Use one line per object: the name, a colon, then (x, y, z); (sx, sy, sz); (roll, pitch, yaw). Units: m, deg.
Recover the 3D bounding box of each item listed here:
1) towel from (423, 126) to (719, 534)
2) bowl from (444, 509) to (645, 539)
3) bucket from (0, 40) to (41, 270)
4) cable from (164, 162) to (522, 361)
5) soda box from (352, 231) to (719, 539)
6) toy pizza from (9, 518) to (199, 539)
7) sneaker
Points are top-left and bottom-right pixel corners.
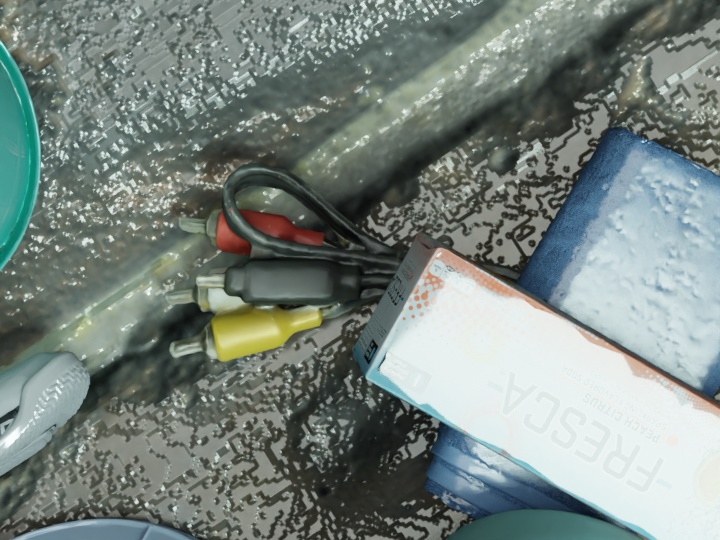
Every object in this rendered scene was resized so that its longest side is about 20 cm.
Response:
towel: (0.118, 0.040, 0.822); (0.111, 0.049, 0.201); (28, 93, -9)
bowl: (0.088, 0.186, 0.774); (0.198, 0.105, 0.202); (12, 131, 15)
bucket: (-0.264, -0.063, 0.847); (0.204, 0.135, 0.210); (0, 87, 8)
cable: (0.000, 0.000, 0.864); (0.197, 0.050, 0.098); (3, 80, -4)
soda box: (0.098, 0.062, 0.767); (0.199, 0.064, 0.069); (30, 93, -8)
toy pizza: (-0.138, 0.204, 0.817); (0.198, 0.032, 0.201); (-6, 42, 5)
sneaker: (-0.240, 0.071, 0.865); (0.199, 0.075, 0.116); (-33, 86, 8)
